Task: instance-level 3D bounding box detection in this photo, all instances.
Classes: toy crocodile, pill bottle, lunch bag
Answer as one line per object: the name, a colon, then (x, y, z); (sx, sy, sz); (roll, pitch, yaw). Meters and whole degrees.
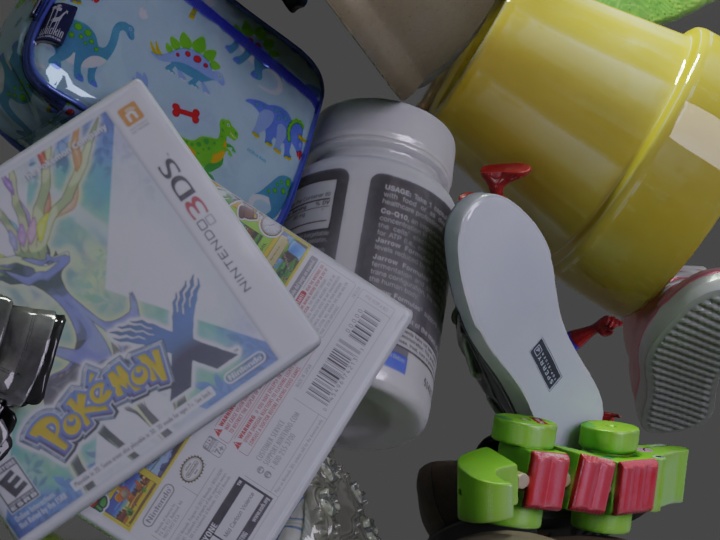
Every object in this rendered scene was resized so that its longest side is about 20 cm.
toy crocodile: (0.132, 0.127, 1.241); (0.200, 0.062, 0.068); (7, 94, -40)
pill bottle: (0.000, 0.000, 1.267); (0.114, 0.114, 0.200); (27, 57, -27)
lunch bag: (-0.122, -0.111, 1.240); (0.200, 0.082, 0.161); (38, 49, -22)

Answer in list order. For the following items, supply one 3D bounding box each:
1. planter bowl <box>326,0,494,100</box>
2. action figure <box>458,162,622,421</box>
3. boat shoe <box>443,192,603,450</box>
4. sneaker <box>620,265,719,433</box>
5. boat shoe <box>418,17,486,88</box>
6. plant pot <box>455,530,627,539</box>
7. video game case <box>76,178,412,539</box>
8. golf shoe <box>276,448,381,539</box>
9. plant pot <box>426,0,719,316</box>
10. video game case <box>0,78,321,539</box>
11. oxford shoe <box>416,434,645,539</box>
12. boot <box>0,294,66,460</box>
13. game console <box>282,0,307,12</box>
planter bowl: (0.023, -0.224, 1.262); (0.200, 0.135, 0.200); (55, 5, -8)
action figure: (0.131, 0.032, 1.334); (0.065, 0.099, 0.200); (-49, 136, -46)
boat shoe: (0.088, 0.032, 1.266); (0.072, 0.068, 0.200); (-45, 127, -22)
sneaker: (0.220, 0.026, 1.397); (0.075, 0.200, 0.105); (-2, 61, -4)
boat shoe: (0.062, -0.221, 1.381); (0.067, 0.074, 0.200); (25, 100, -35)
plant pot: (0.122, 0.238, 1.231); (0.173, 0.200, 0.200); (-17, 83, -57)
video game case: (-0.097, 0.058, 1.145); (0.182, 0.023, 0.200); (33, 77, -4)
golf shoe: (-0.045, 0.175, 1.185); (0.078, 0.097, 0.200); (57, 19, -21)
plant pot: (0.152, -0.099, 1.390); (0.189, 0.201, 0.201); (31, 53, -6)
video game case: (-0.153, 0.021, 1.117); (0.200, 0.022, 0.182); (-34, 86, -12)
oxford shoe: (0.119, 0.141, 1.334); (0.200, 0.073, 0.085); (2, 59, -43)
boot: (-0.213, 0.005, 1.073); (0.131, 0.070, 0.200); (22, 89, -6)
game console: (-0.140, -0.238, 1.254); (0.171, 0.118, 0.200); (55, 5, -42)
